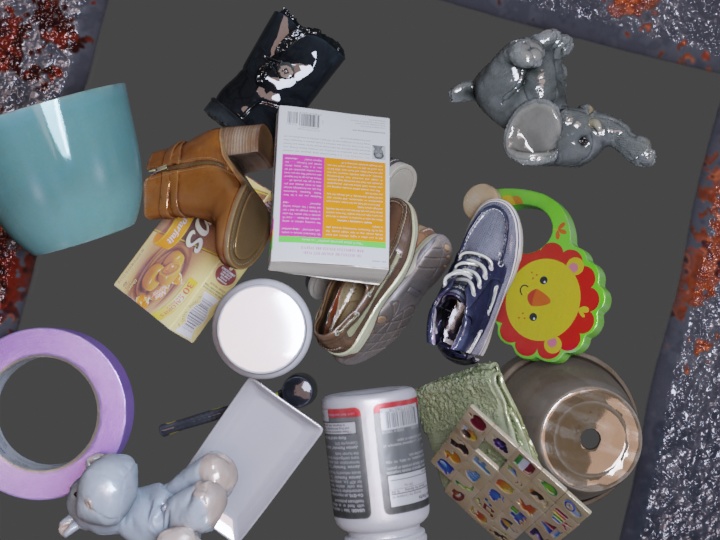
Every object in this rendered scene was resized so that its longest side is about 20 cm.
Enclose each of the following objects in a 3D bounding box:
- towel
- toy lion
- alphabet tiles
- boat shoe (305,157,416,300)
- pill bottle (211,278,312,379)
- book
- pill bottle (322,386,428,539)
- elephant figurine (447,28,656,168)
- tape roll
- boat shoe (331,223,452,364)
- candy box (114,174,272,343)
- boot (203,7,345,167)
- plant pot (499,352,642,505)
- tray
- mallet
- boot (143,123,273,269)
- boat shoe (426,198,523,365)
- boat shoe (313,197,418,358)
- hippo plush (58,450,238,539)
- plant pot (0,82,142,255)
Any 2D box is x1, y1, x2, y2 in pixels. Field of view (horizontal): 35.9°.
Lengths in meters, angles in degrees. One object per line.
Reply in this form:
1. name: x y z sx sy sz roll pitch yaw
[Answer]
1. towel: 0.130 0.188 1.294 0.036 0.200 0.149 -20 87 -28
2. toy lion: 0.206 0.006 1.325 0.191 0.069 0.201 8 85 30
3. alphabet tiles: 0.159 0.247 1.251 0.167 0.200 0.008 42 60 12
4. boat shoe: -0.009 -0.055 1.375 0.063 0.073 0.200 36 91 42
5. pill bottle: -0.112 0.067 1.279 0.114 0.200 0.114 0 86 -4
6. book: -0.035 -0.090 1.270 0.133 0.048 0.201 6 65 -10
7. pill bottle: 0.020 0.243 1.313 0.114 0.114 0.201 -6 87 -4
8. elephant figurine: 0.230 -0.177 1.343 0.141 0.155 0.200 -17 79 -26
9. tape roll: -0.374 0.168 1.326 0.199 0.066 0.201 0 87 -4
10. boat shoe: 0.029 0.027 1.363 0.200 0.076 0.072 -50 57 1
11. candy box: -0.189 -0.028 1.327 0.115 0.055 0.200 33 84 34
12. boot: -0.069 -0.204 1.359 0.200 0.076 0.168 38 89 5
13. plant pot: 0.249 0.192 1.309 0.199 0.174 0.201 0 88 -4
14. tray: -0.137 0.226 1.325 0.107 0.022 0.200 35 110 -2
15. mallet: -0.146 0.167 1.359 0.199 0.066 0.041 -17 87 11
16. boot: -0.182 -0.075 1.271 0.154 0.074 0.200 -10 51 20
17. boat shoe: 0.131 0.009 1.275 0.074 0.093 0.201 11 86 23
18. boat shoe: 0.005 0.002 1.297 0.075 0.075 0.203 15 78 33
19. hippo plush: -0.243 0.256 1.265 0.161 0.200 0.160 30 61 -4
20. plant pot: -0.343 -0.111 1.285 0.200 0.201 0.161 -18 100 -4
